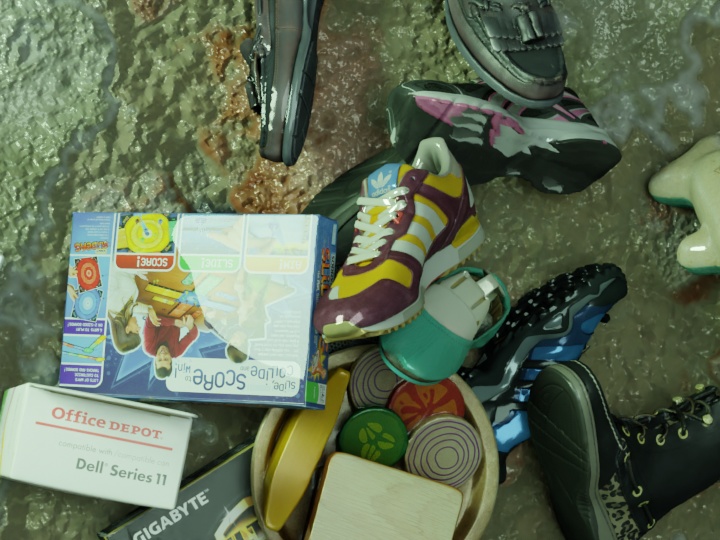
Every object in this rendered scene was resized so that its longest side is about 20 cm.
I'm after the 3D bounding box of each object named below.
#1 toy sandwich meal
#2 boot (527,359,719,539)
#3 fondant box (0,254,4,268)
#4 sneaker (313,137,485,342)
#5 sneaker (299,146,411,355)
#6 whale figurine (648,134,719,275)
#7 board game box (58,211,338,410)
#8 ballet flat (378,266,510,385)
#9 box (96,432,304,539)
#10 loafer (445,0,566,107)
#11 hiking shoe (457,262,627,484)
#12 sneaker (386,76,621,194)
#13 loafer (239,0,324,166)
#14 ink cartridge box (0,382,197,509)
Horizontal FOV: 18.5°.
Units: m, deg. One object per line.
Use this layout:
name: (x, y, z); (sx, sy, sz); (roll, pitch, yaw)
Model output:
toy sandwich meal: (0.013, 0.152, 1.571); (0.205, 0.070, 0.205); (0, 91, -14)
boot: (0.210, 0.117, 1.645); (0.154, 0.073, 0.204); (-31, 132, -18)
fondant box: (-0.357, 0.050, 1.550); (0.144, 0.058, 0.200); (26, 81, -11)
sneaker: (0.017, -0.022, 1.532); (0.200, 0.075, 0.090); (-45, 121, -54)
sneaker: (0.000, 0.000, 1.639); (0.114, 0.076, 0.199); (49, 64, -23)
whale figurine: (0.307, -0.037, 1.672); (0.159, 0.200, 0.104); (-37, 124, -15)
board game box: (-0.117, 0.027, 1.565); (0.200, 0.034, 0.135); (2, 83, 24)
ballet flat: (0.065, 0.029, 1.588); (0.067, 0.200, 0.070); (41, 106, 6)
box: (-0.066, 0.208, 1.614); (0.200, 0.049, 0.160); (-31, 95, -15)
loafer: (0.099, -0.206, 1.625); (0.072, 0.063, 0.200); (-5, 49, -24)
hiking shoe: (0.133, 0.078, 1.671); (0.200, 0.074, 0.087); (-42, 105, -5)
sneaker: (0.097, -0.114, 1.656); (0.200, 0.080, 0.086); (13, 43, -38)
loafer: (-0.062, -0.175, 1.647); (0.063, 0.072, 0.200); (6, 77, 6)
ink cartridge box: (-0.185, 0.121, 1.512); (0.117, 0.200, 0.067); (12, 82, -13)
